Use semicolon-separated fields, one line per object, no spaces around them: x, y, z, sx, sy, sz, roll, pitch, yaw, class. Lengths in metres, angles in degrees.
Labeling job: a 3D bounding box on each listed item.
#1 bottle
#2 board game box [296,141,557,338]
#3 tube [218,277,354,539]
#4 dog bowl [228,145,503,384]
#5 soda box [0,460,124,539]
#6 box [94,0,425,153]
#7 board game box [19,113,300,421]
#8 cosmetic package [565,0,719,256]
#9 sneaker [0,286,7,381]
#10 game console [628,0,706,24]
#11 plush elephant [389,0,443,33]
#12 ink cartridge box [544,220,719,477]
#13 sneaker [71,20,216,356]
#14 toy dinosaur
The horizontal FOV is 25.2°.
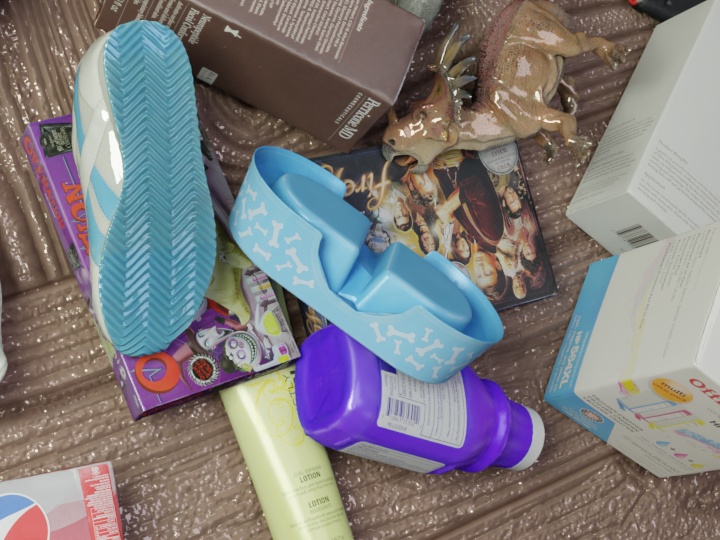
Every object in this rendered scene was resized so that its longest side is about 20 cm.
0.045;0.095;1.099;0.199;0.065;0.084;20;55;-41;bottle
0.040;-0.025;1.157;0.199;0.035;0.137;-14;86;-31;board game box
-0.057;0.102;1.069;0.202;0.052;0.058;71;16;8;tube
0.000;0.000;1.045;0.199;0.050;0.112;36;19;-5;dog bowl
-0.241;0.161;0.936;0.198;0.070;0.064;-8;82;-30;soda box
-0.069;-0.164;1.072;0.199;0.100;0.076;24;68;-11;box
-0.129;-0.015;1.045;0.119;0.032;0.201;-19;79;-27;board game box
0.257;-0.101;1.268;0.107;0.085;0.201;38;63;-18;cosmetic package
-0.250;-0.013;0.966;0.075;0.081;0.202;-13;84;-29;sneaker
0.318;-0.266;1.376;0.199;0.031;0.179;20;74;-24;game console
0.044;-0.257;1.139;0.199;0.155;0.166;-24;91;-31;plush elephant
0.253;0.058;1.163;0.128;0.200;0.126;33;65;-19;ink cartridge box
-0.138;-0.048;0.998;0.076;0.081;0.202;0;89;-27;sneaker
0.108;-0.146;1.157;0.135;0.086;0.201;34;59;-12;toy dinosaur
